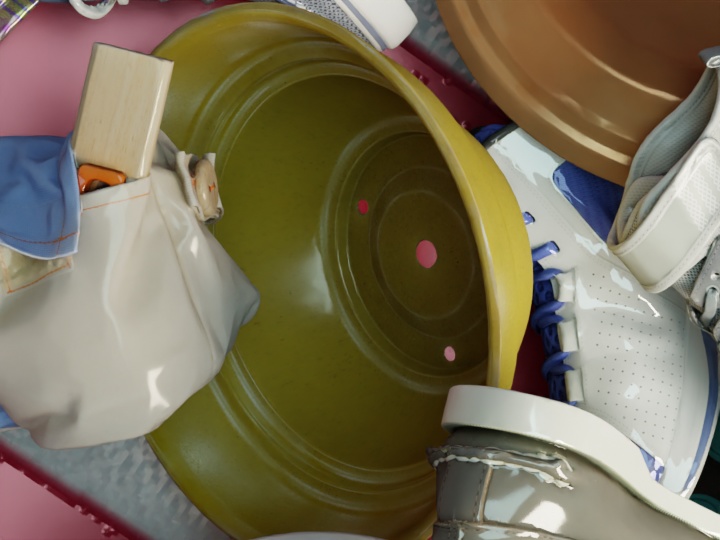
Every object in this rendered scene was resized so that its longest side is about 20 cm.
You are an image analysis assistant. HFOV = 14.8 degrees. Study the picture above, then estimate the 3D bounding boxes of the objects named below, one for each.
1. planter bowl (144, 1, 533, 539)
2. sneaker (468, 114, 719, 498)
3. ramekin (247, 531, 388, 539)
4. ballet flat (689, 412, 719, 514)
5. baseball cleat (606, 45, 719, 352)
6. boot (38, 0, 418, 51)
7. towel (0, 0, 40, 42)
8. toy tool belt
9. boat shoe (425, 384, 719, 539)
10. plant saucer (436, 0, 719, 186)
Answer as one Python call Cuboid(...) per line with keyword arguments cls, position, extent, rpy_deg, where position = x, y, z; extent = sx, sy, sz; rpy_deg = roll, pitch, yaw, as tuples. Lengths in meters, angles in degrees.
Cuboid(cls="planter bowl", position=(0.000, 0.000, 0.981), extent=(0.083, 0.200, 0.201), rpy_deg=(-15, 95, -44))
Cuboid(cls="sneaker", position=(0.080, 0.000, 1.029), extent=(0.115, 0.081, 0.200), rpy_deg=(14, 82, -7))
Cuboid(cls="ramekin", position=(-0.013, 0.183, 0.870), extent=(0.199, 0.105, 0.201), rpy_deg=(0, 85, -3))
Cuboid(cls="ballet flat", position=(0.156, 0.090, 1.054), extent=(0.067, 0.068, 0.200), rpy_deg=(33, 90, -29))
Cuboid(cls="baseball cleat", position=(0.137, 0.019, 0.967), extent=(0.106, 0.070, 0.201), rpy_deg=(-1, 101, -6))
Cuboid(cls="boot", position=(-0.075, -0.121, 0.985), extent=(0.200, 0.073, 0.090), rpy_deg=(39, 93, -26))
Cuboid(cls="towel", position=(-0.159, -0.157, 1.003), extent=(0.144, 0.023, 0.200), rpy_deg=(43, 83, -8))
Cuboid(cls="toy tool belt", position=(-0.141, -0.010, 0.944), extent=(0.199, 0.125, 0.123), rpy_deg=(-8, 113, 19))
Cuboid(cls="boat shoe", position=(0.083, 0.099, 0.909), extent=(0.202, 0.072, 0.061), rpy_deg=(36, 65, -49))
Cuboid(cls="plant saucer", position=(0.124, -0.122, 1.012), extent=(0.199, 0.037, 0.201), rpy_deg=(4, 67, -9))
